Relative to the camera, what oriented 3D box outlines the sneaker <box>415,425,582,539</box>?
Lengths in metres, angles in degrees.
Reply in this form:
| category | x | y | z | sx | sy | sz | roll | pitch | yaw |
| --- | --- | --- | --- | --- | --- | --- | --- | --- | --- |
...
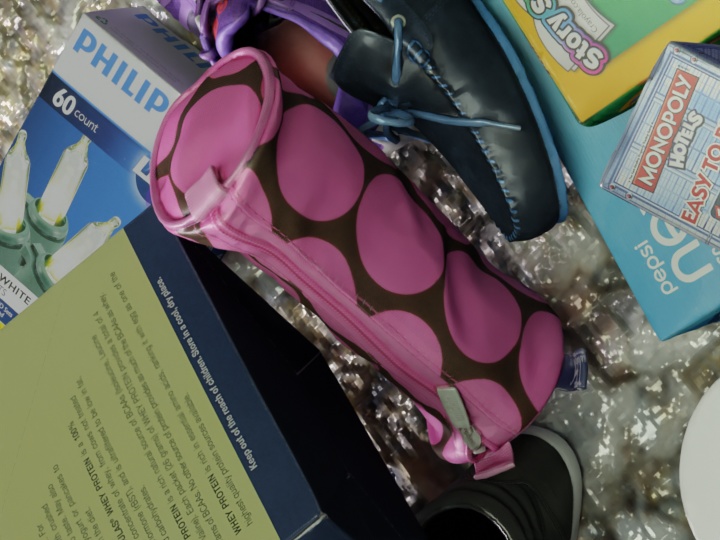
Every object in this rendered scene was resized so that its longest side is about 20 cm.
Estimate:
| category | x | y | z | sx | sy | sz | roll | pitch | yaw |
| --- | --- | --- | --- | --- | --- | --- | --- | --- | --- |
| sneaker | 0.051 | 0.173 | 1.174 | 0.070 | 0.099 | 0.201 | 6 | 100 | 26 |

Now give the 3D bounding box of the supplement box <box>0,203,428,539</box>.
| category | x | y | z | sx | sy | sz | roll | pitch | yaw |
| --- | --- | --- | --- | --- | --- | --- | --- | --- | --- |
| supplement box | -0.091 | 0.124 | 1.105 | 0.199 | 0.134 | 0.200 | -39 | 44 | 7 |

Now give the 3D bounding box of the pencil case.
| category | x | y | z | sx | sy | sz | roll | pitch | yaw |
| --- | --- | --- | --- | --- | --- | --- | --- | --- | --- |
| pencil case | 0.000 | 0.000 | 1.121 | 0.091 | 0.094 | 0.200 | -27 | 126 | 38 |

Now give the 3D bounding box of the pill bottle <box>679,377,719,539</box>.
| category | x | y | z | sx | sy | sz | roll | pitch | yaw |
| --- | --- | --- | --- | --- | --- | --- | --- | --- | --- |
| pill bottle | 0.200 | 0.063 | 1.019 | 0.113 | 0.200 | 0.114 | 4 | 98 | 28 |

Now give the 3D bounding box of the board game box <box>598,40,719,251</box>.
| category | x | y | z | sx | sy | sz | roll | pitch | yaw |
| --- | --- | --- | --- | --- | --- | --- | --- | --- | --- |
| board game box | 0.189 | -0.029 | 0.979 | 0.199 | 0.200 | 0.062 | 25 | 109 | -2 |

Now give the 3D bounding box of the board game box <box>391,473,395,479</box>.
| category | x | y | z | sx | sy | sz | roll | pitch | yaw |
| --- | --- | --- | --- | --- | --- | --- | --- | --- | --- |
| board game box | -0.080 | 0.194 | 1.246 | 0.198 | 0.043 | 0.201 | 0 | 96 | 8 |

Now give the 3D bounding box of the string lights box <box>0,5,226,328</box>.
| category | x | y | z | sx | sy | sz | roll | pitch | yaw |
| --- | --- | --- | --- | --- | --- | --- | --- | --- | --- |
| string lights box | -0.125 | -0.013 | 1.271 | 0.103 | 0.059 | 0.201 | 38 | 113 | 17 |

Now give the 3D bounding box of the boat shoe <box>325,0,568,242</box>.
| category | x | y | z | sx | sy | sz | roll | pitch | yaw |
| --- | --- | --- | --- | --- | --- | --- | --- | --- | --- |
| boat shoe | 0.014 | -0.092 | 1.134 | 0.068 | 0.084 | 0.201 | -27 | 72 | -16 |

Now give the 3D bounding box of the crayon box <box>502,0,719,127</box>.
| category | x | y | z | sx | sy | sz | roll | pitch | yaw |
| --- | --- | --- | --- | --- | --- | --- | --- | --- | --- |
| crayon box | 0.088 | -0.172 | 1.049 | 0.119 | 0.058 | 0.201 | -33 | 87 | 28 |

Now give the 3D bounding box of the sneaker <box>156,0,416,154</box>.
| category | x | y | z | sx | sy | sz | roll | pitch | yaw |
| --- | --- | --- | --- | --- | --- | --- | --- | --- | --- |
| sneaker | -0.053 | -0.127 | 1.205 | 0.200 | 0.083 | 0.081 | 40 | 113 | 20 |

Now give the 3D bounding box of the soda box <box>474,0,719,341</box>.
| category | x | y | z | sx | sy | sz | roll | pitch | yaw |
| --- | --- | --- | --- | --- | --- | --- | --- | --- | --- |
| soda box | 0.115 | -0.076 | 1.129 | 0.068 | 0.064 | 0.201 | -33 | 80 | 28 |
